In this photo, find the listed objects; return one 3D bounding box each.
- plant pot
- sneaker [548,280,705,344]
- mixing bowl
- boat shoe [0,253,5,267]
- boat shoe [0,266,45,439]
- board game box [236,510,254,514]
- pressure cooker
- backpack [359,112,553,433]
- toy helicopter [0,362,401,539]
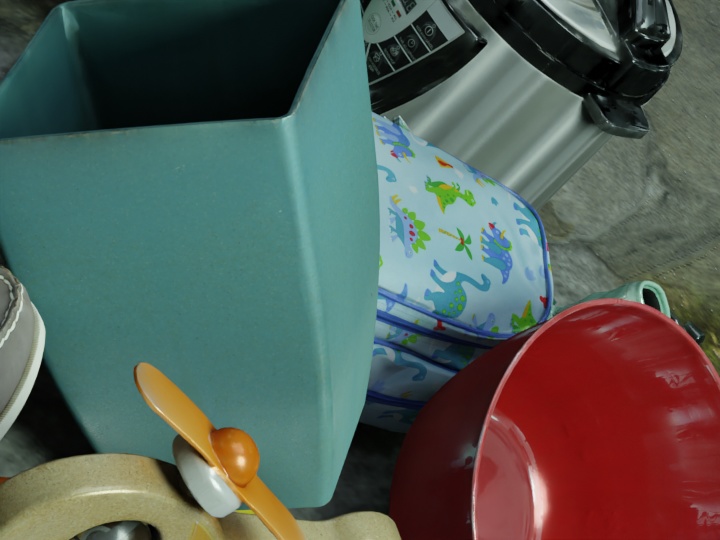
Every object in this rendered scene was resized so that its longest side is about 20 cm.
[{"bbox_3d":[-0.063,-0.003,1.103,0.142,0.140,0.201,-69,151,-58],"label":"plant pot"},{"bbox_3d":[0.102,0.018,1.384,0.200,0.118,0.074,45,33,3],"label":"sneaker"},{"bbox_3d":[0.087,0.116,1.225,0.199,0.108,0.202,4,85,-43],"label":"mixing bowl"},{"bbox_3d":[-0.160,-0.041,1.198,0.061,0.073,0.200,27,38,13],"label":"boat shoe"},{"bbox_3d":[-0.194,0.057,0.974,0.072,0.060,0.200,23,49,28],"label":"boat shoe"},{"bbox_3d":[-0.051,0.154,1.118,0.157,0.039,0.201,27,35,-28],"label":"board game box"},{"bbox_3d":[0.087,-0.141,1.472,0.176,0.200,0.179,40,32,-9],"label":"pressure cooker"},{"bbox_3d":[0.000,0.000,1.282,0.200,0.153,0.164,41,29,-34],"label":"backpack"},{"bbox_3d":[-0.060,0.100,0.978,0.199,0.132,0.079,8,42,-38],"label":"toy helicopter"}]
